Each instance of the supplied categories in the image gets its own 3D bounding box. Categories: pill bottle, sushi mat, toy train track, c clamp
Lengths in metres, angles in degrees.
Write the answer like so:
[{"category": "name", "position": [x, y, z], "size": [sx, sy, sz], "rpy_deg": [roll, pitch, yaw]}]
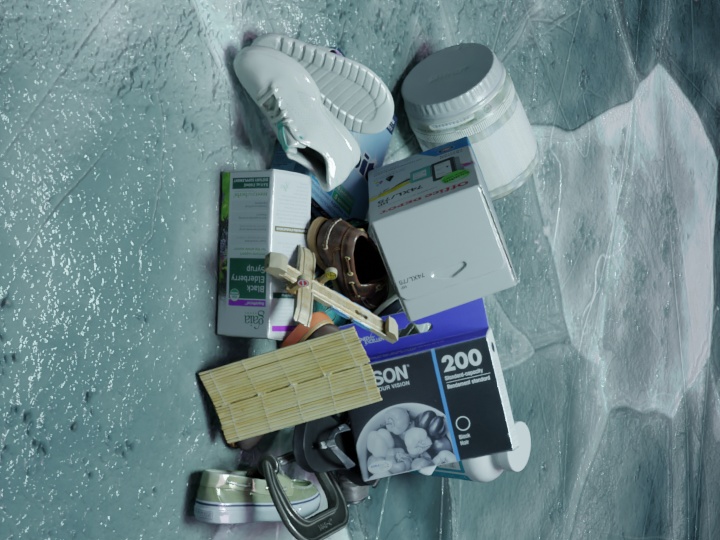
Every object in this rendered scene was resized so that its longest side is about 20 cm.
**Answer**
[{"category": "pill bottle", "position": [0.137, 0.240, 1.752], "size": [0.111, 0.200, 0.111], "rpy_deg": [-4, 95, -56]}, {"category": "sushi mat", "position": [-0.081, 0.135, 1.439], "size": [0.012, 0.200, 0.096], "rpy_deg": [-59, 131, -75]}, {"category": "toy train track", "position": [-0.025, 0.029, 1.456], "size": [0.200, 0.033, 0.115], "rpy_deg": [31, 41, -30]}, {"category": "c clamp", "position": [-0.074, 0.250, 1.514], "size": [0.171, 0.027, 0.200], "rpy_deg": [62, 18, 3]}]

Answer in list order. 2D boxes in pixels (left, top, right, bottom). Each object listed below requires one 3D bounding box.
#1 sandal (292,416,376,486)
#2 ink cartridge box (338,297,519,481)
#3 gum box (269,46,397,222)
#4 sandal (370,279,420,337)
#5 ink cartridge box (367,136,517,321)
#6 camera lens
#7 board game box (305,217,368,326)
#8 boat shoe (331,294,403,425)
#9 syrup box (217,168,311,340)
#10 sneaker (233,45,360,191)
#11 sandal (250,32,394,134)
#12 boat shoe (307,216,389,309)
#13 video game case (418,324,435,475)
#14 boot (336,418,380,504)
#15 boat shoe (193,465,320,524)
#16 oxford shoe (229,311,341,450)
[{"category": "sandal", "position": [-0.023, 0.221, 1.546], "size": [0.200, 0.043, 0.076], "rpy_deg": [30, 54, -56]}, {"category": "ink cartridge box", "position": [0.078, 0.146, 1.542], "size": [0.043, 0.198, 0.200], "rpy_deg": [12, 65, -76]}, {"category": "gum box", "position": [-0.033, -0.164, 1.632], "size": [0.170, 0.045, 0.200], "rpy_deg": [43, 57, -47]}, {"category": "sandal", "position": [0.037, 0.064, 1.701], "size": [0.057, 0.080, 0.201], "rpy_deg": [105, -33, -82]}, {"category": "ink cartridge box", "position": [0.101, -0.056, 1.583], "size": [0.200, 0.147, 0.146], "rpy_deg": [-92, 161, -67]}, {"category": "camera lens", "position": [0.163, -0.210, 1.812], "size": [0.160, 0.160, 0.200], "rpy_deg": [-61, 136, -34]}, {"category": "board game box", "position": [-0.045, 0.042, 1.596], "size": [0.135, 0.028, 0.200], "rpy_deg": [-24, 124, -52]}, {"category": "boat shoe", "position": [0.013, 0.120, 1.617], "size": [0.200, 0.062, 0.075], "rpy_deg": [-51, 152, -8]}, {"category": "syrup box", "position": [-0.115, -0.018, 1.487], "size": [0.081, 0.079, 0.200], "rpy_deg": [5, 87, -56]}, {"category": "sneaker", "position": [-0.083, -0.181, 1.484], "size": [0.200, 0.075, 0.089], "rpy_deg": [46, 42, -14]}, {"category": "sandal", "position": [-0.044, -0.243, 1.544], "size": [0.203, 0.082, 0.050], "rpy_deg": [29, 23, -21]}, {"category": "boat shoe", "position": [0.000, 0.000, 1.550], "size": [0.200, 0.070, 0.070], "rpy_deg": [48, 57, -58]}, {"category": "video game case", "position": [0.111, 0.145, 1.670], "size": [0.023, 0.182, 0.200], "rpy_deg": [19, 28, -18]}, {"category": "boot", "position": [0.015, 0.220, 1.708], "size": [0.200, 0.070, 0.132], "rpy_deg": [-41, 131, -40]}, {"category": "boat shoe", "position": [-0.117, 0.268, 1.499], "size": [0.200, 0.072, 0.062], "rpy_deg": [6, 92, -53]}, {"category": "oxford shoe", "position": [-0.086, 0.146, 1.474], "size": [0.200, 0.073, 0.071], "rpy_deg": [-54, 155, 14]}]
